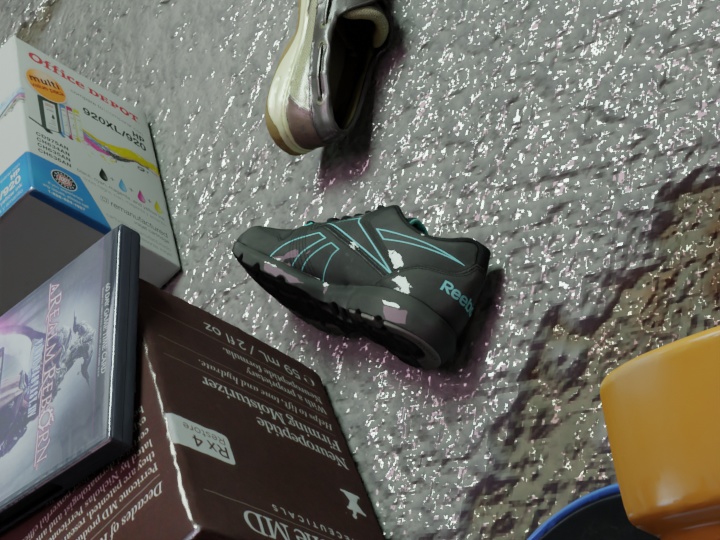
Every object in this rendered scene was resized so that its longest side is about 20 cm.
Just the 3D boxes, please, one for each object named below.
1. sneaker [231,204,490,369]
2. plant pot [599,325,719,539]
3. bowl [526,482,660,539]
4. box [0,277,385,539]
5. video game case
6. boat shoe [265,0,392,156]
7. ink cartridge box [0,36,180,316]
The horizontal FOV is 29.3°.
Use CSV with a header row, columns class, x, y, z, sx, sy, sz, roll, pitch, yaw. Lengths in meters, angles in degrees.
class,x,y,z,sx,sy,sz,roll,pitch,yaw
sneaker,0.000,0.000,0.858,0.200,0.075,0.079,20,71,44
plant pot,0.197,0.110,0.468,0.200,0.200,0.184,-21,71,39
bowl,0.127,0.186,0.607,0.200,0.039,0.201,-27,49,35
box,-0.104,0.147,0.787,0.164,0.166,0.200,-45,40,17
video game case,-0.196,0.078,0.785,0.200,0.019,0.143,-34,44,32
boat shoe,-0.007,-0.174,0.976,0.065,0.073,0.201,1,70,36
ink cartridge box,-0.256,-0.053,1.102,0.145,0.147,0.200,-42,42,21
